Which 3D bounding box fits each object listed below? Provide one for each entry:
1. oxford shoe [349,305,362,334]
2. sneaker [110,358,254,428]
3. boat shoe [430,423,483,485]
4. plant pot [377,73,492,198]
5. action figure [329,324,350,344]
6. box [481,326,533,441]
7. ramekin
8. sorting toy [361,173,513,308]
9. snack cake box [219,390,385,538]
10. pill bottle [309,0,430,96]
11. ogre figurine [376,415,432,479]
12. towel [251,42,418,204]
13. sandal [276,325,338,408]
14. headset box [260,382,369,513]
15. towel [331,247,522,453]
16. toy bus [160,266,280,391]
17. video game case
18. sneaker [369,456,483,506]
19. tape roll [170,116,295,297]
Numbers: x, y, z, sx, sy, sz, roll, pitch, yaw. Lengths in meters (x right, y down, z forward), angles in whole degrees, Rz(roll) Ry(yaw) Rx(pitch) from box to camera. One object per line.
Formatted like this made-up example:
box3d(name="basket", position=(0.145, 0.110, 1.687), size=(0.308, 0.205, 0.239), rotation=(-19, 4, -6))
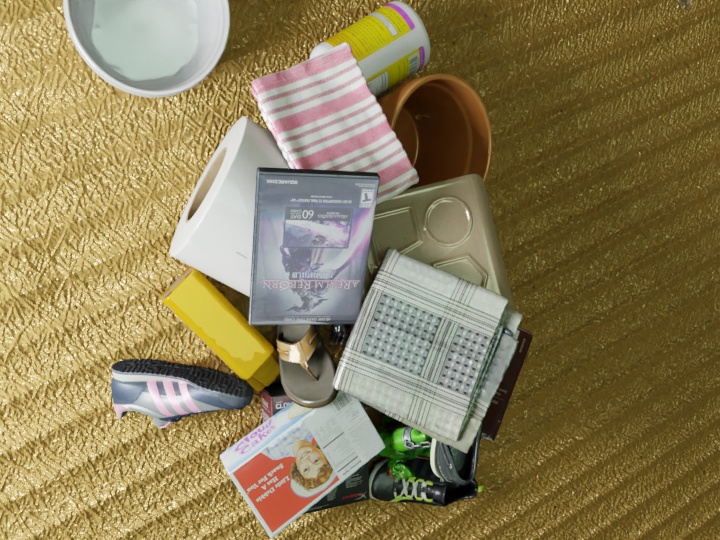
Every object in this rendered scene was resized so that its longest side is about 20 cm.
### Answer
box3d(name="oxford shoe", position=(-0.017, 0.000, 1.053), size=(0.070, 0.071, 0.204), rotation=(-5, 99, -17))
box3d(name="sneaker", position=(-0.242, 0.176, 0.957), size=(0.196, 0.070, 0.084), rotation=(9, 102, 7))
box3d(name="boat shoe", position=(0.130, 0.180, 0.915), size=(0.073, 0.066, 0.204), rotation=(7, 92, -21))
box3d(name="plant pot", position=(0.074, -0.178, 1.017), size=(0.197, 0.139, 0.204), rotation=(-10, 107, -35))
box3d(name="action figure", position=(0.000, 0.000, 0.974), size=(0.116, 0.102, 0.204), rotation=(-2, 109, -4))
box3d(name="box", position=(0.116, 0.127, 1.047), size=(0.164, 0.199, 0.167), rotation=(23, 86, -21))
box3d(name="ramekin", position=(-0.272, -0.319, 0.897), size=(0.196, 0.105, 0.205), rotation=(-2, 95, -22))
box3d(name="sorting toy", position=(0.088, -0.015, 0.921), size=(0.196, 0.036, 0.189), rotation=(-13, 86, -6))
box3d(name="snack cake box", position=(-0.078, 0.250, 0.970), size=(0.198, 0.067, 0.116), rotation=(-34, 109, -15))
box3d(name="pill bottle", position=(-0.003, -0.295, 1.010), size=(0.199, 0.104, 0.105), rotation=(-34, 107, -16))
box3d(name="ogre figurine", position=(0.089, 0.261, 1.070), size=(0.199, 0.118, 0.100), rotation=(-7, 88, -66))
box3d(name="towel", position=(-0.029, -0.169, 0.866), size=(0.145, 0.030, 0.202), rotation=(-28, 87, -20))
box3d(name="sandal", position=(-0.082, 0.097, 0.979), size=(0.080, 0.203, 0.055), rotation=(-16, 145, 7))
box3d(name="headset box", position=(-0.068, 0.247, 1.051), size=(0.146, 0.077, 0.204), rotation=(-6, 97, -21))
box3d(name="towel", position=(0.086, 0.098, 0.871), size=(0.197, 0.035, 0.195), rotation=(24, 83, 0))
box3d(name="toy bus", position=(-0.186, 0.086, 0.985), size=(0.065, 0.078, 0.200), rotation=(-45, 109, -12))
box3d(name="video game case", position=(-0.059, -0.023, 0.840), size=(0.140, 0.019, 0.203), rotation=(0, 119, -14))
box3d(name="sneaker", position=(0.106, 0.338, 1.127), size=(0.196, 0.083, 0.073), rotation=(2, 94, -22))
box3d(name="tape roll", position=(-0.142, -0.078, 0.922), size=(0.138, 0.202, 0.205), rotation=(29, 84, -21))
